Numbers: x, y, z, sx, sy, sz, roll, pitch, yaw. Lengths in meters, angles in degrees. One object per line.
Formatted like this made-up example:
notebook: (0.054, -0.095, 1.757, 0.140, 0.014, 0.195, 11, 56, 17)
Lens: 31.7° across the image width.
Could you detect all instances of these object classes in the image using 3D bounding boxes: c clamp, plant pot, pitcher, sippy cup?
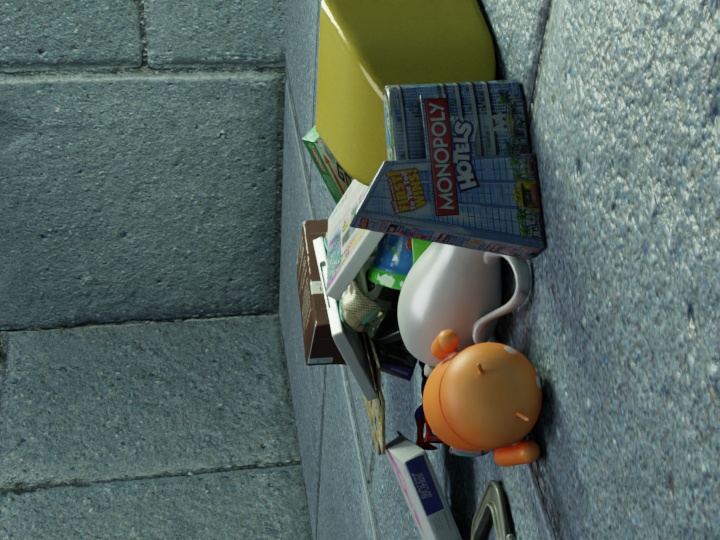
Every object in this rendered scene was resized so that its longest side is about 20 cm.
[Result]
c clamp: (0.163, 0.354, 1.567, 0.201, 0.027, 0.172, 103, 162, -58)
plant pot: (0.064, -0.200, 1.516, 0.201, 0.194, 0.195, -112, 20, -47)
pitcher: (0.124, 0.028, 1.475, 0.172, 0.120, 0.201, 56, 140, 44)
sippy cup: (0.085, -0.043, 1.646, 0.177, 0.139, 0.132, 21, 105, 56)

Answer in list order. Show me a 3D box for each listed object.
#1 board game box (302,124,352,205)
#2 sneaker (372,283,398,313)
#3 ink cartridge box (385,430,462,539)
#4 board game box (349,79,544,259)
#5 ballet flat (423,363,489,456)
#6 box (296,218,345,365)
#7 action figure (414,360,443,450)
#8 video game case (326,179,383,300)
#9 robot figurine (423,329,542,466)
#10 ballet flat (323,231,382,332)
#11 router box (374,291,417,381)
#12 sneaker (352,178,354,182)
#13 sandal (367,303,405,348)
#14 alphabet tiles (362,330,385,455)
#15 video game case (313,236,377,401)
board game box: (-0.001, -0.165, 1.909, 0.029, 0.135, 0.201, 18, 148, 42)
sneaker: (0.027, -0.018, 1.855, 0.200, 0.067, 0.090, -112, 42, -64)
ink cartridge box: (0.091, 0.334, 1.786, 0.200, 0.043, 0.198, -179, 66, -80)
board game box: (0.084, -0.109, 1.358, 0.062, 0.198, 0.202, 122, 143, -76)
ballet flat: (0.120, 0.147, 1.626, 0.069, 0.070, 0.201, 98, 166, -55)
box: (-0.016, 0.036, 2.157, 0.165, 0.164, 0.202, 105, 160, -61)
action figure: (0.103, 0.154, 1.820, 0.065, 0.051, 0.202, 121, 150, -65)
video game case: (0.012, -0.086, 1.667, 0.201, 0.024, 0.183, -55, 20, 30)
robot figurine: (0.135, 0.142, 1.400, 0.200, 0.115, 0.145, 128, 144, -78)
ballet flat: (0.000, 0.000, 1.744, 0.075, 0.068, 0.201, -39, 36, 21)
router box: (0.060, 0.061, 1.866, 0.200, 0.052, 0.158, -137, 67, -79)
sneaker: (0.032, -0.088, 1.859, 0.201, 0.077, 0.112, 56, -158, -31)
sandal: (0.081, 0.078, 1.693, 0.200, 0.075, 0.048, -8, 123, 53)
alphabet tiles: (0.016, 0.163, 1.841, 0.201, 0.006, 0.168, -106, 12, -53)
video game case: (-0.022, 0.067, 1.787, 0.201, 0.018, 0.144, -103, -10, -48)
